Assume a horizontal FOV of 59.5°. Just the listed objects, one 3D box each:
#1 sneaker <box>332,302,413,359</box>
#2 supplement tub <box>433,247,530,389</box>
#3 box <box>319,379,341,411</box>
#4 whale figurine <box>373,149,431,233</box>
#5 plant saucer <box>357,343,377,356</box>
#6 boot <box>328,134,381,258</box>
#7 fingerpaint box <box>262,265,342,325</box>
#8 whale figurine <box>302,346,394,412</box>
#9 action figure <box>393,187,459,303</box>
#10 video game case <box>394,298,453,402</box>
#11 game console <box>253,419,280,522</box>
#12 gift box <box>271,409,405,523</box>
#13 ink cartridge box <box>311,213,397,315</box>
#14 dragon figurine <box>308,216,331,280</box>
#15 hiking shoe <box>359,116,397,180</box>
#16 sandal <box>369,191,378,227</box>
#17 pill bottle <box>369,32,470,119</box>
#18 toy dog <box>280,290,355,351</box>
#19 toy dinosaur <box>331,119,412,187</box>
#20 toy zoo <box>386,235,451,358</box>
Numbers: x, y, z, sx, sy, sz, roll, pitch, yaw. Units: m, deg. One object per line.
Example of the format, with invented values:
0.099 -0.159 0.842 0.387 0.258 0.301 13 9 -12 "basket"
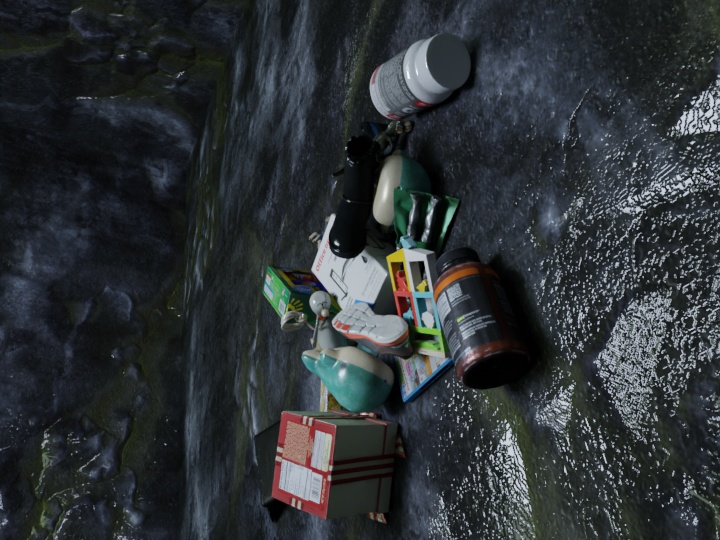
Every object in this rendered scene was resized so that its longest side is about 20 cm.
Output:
0.021 0.119 1.137 0.199 0.077 0.082 17 142 55 "sneaker"
0.168 0.063 0.923 0.107 0.106 0.202 -56 35 42 "supplement tub"
-0.068 0.339 1.404 0.041 0.038 0.203 156 119 -62 "box"
0.079 -0.149 1.213 0.200 0.102 0.162 -106 25 -87 "whale figurine"
0.001 0.199 1.330 0.070 0.019 0.202 56 132 55 "plant saucer"
-0.010 -0.142 1.168 0.199 0.072 0.164 -72 -9 -47 "boot"
-0.119 0.057 1.452 0.200 0.165 0.074 -141 62 -62 "fingerpaint box"
-0.033 0.207 1.204 0.198 0.159 0.105 5 64 40 "whale figurine"
0.100 -0.036 1.120 0.055 0.116 0.203 -48 -33 -67 "action figure"
0.116 0.124 1.114 0.200 0.018 0.145 -53 38 45 "video game case"
-0.216 0.530 1.678 0.175 0.116 0.202 -34 46 18 "game console"
-0.031 0.361 1.164 0.198 0.185 0.187 7 86 45 "gift box"
0.000 0.000 1.256 0.200 0.084 0.147 47 127 36 "ink cartridge box"
-0.051 -0.071 1.466 0.200 0.099 0.059 -49 26 -8 "dragon figurine"
0.008 -0.228 1.368 0.074 0.086 0.202 48 125 58 "hiking shoe"
0.003 -0.097 1.364 0.048 0.074 0.203 -82 7 -75 "sandal"
0.108 -0.357 1.169 0.199 0.112 0.116 -1 81 64 "pill bottle"
-0.063 0.136 1.309 0.131 0.200 0.097 -37 54 8 "toy dog"
0.030 -0.228 1.292 0.199 0.089 0.047 -41 40 -10 "toy dinosaur"
0.095 0.041 1.058 0.131 0.020 0.203 -2 101 64 "toy zoo"
